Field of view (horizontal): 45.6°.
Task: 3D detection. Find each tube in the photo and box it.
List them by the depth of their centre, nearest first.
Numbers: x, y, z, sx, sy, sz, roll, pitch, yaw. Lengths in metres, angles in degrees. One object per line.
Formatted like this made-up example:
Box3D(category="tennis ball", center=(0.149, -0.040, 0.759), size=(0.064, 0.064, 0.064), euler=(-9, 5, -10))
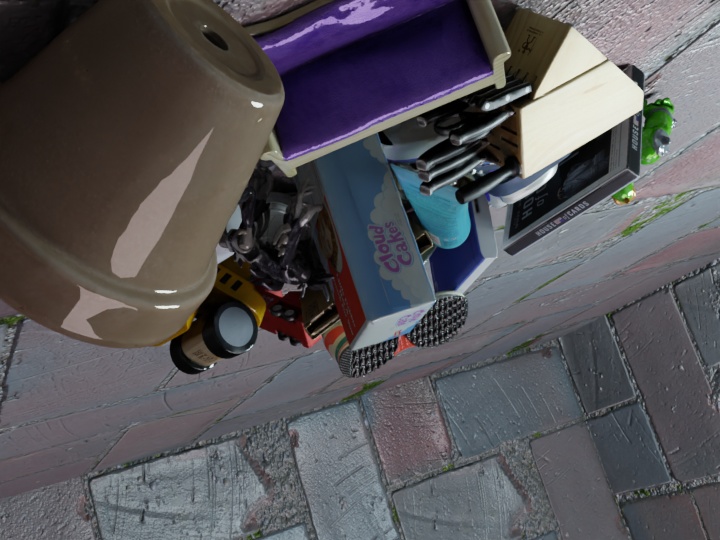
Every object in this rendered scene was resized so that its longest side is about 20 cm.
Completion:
Box3D(category="tube", center=(0.077, -0.063, 0.840), size=(0.076, 0.051, 0.200), euler=(17, 175, 12))

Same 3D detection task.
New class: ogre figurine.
Box3D(category="ogre figurine", center=(0.291, -0.136, 1.031), size=(0.195, 0.100, 0.120), euler=(-8, -158, 9))

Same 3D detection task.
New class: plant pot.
Box3D(category="plant pot", center=(-0.143, -0.084, 0.538), size=(0.175, 0.202, 0.199), euler=(-46, 156, 22))

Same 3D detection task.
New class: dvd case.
Box3D(category="dvd case", center=(0.237, -0.120, 0.966), size=(0.024, 0.153, 0.199), euler=(28, 145, -20))

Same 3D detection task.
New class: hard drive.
Box3D(category="hard drive", center=(0.121, -0.047, 1.079), size=(0.025, 0.135, 0.200), euler=(-5, 163, -11))

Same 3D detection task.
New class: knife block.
Box3D(category="knife block", center=(0.141, -0.121, 0.743), size=(0.198, 0.064, 0.178), euler=(19, 104, -45))

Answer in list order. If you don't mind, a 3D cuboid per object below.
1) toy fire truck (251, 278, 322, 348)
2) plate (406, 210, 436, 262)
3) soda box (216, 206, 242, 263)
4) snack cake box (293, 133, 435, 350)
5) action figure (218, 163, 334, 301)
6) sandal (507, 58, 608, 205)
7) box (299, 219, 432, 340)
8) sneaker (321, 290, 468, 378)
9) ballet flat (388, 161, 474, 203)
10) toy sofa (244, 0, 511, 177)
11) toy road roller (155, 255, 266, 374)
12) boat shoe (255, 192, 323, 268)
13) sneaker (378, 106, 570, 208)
Box3D(category="toy fire truck", center=(-0.064, 0.040, 1.179), size=(0.197, 0.050, 0.140), euler=(18, -136, 39))
Box3D(category="plate", center=(0.020, -0.018, 1.090), size=(0.198, 0.026, 0.201), euler=(-33, -158, 15))
Box3D(category="soda box", center=(-0.194, -0.047, 0.787), size=(0.063, 0.069, 0.198), euler=(-27, 164, 30))
Box3D(category="snack cake box", center=(-0.003, -0.041, 0.789), size=(0.066, 0.204, 0.115), euler=(-15, 166, -15))
Box3D(category="action figure", center=(-0.086, -0.045, 0.772), size=(0.117, 0.104, 0.199), euler=(17, 167, 42))
Box3D(category="sandal", center=(0.212, -0.140, 0.927), size=(0.080, 0.054, 0.201), euler=(-22, 151, -56))
Box3D(category="box", center=(0.000, 0.000, 0.969), size=(0.162, 0.021, 0.200), euler=(-39, -171, 1))
Box3D(category="sneaker", center=(0.040, 0.059, 1.070), size=(0.197, 0.093, 0.072), euler=(-22, 128, -23))
Box3D(category="ballet flat", center=(0.101, -0.108, 0.931), size=(0.196, 0.074, 0.072), euler=(-12, 165, -24))
Box3D(category="toy sofa", center=(0.006, -0.152, 0.633), size=(0.196, 0.084, 0.098), euler=(-21, 167, 7))
Box3D(category="toy road roller", center=(-0.196, 0.012, 0.954), size=(0.198, 0.148, 0.122), euler=(33, 146, -24))
Box3D(category="boat shoe", center=(-0.083, -0.048, 0.973), size=(0.073, 0.066, 0.202), euler=(-9, 163, 10))
Box3D(category="sneaker", center=(0.114, -0.106, 0.845), size=(0.196, 0.081, 0.148), euler=(-22, 134, -12))
